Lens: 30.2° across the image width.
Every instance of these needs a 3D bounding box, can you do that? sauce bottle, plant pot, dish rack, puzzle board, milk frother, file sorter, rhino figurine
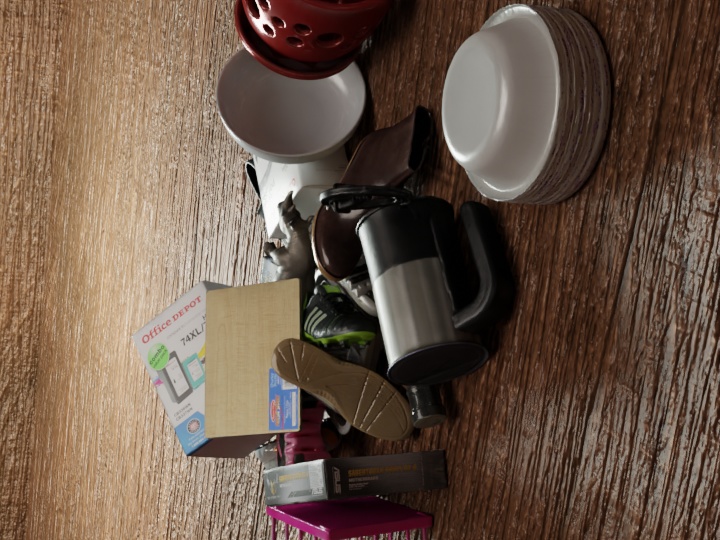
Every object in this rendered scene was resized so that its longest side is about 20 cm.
[{"bbox_3d":[0.062,0.089,1.589,0.066,0.066,0.200,129,134,-53],"label":"sauce bottle"},{"bbox_3d":[-0.060,-0.362,1.717,0.183,0.200,0.201,120,143,-60],"label":"plant pot"},{"bbox_3d":[-0.022,0.105,1.790,0.200,0.043,0.172,-132,48,-56],"label":"dish rack"},{"bbox_3d":[-0.139,0.117,1.753,0.151,0.017,0.200,-8,76,28],"label":"puzzle board"},{"bbox_3d":[0.046,0.007,1.467,0.181,0.200,0.188,-47,48,50],"label":"milk frother"},{"bbox_3d":[-0.015,0.359,1.661,0.200,0.139,0.126,180,88,-65],"label":"file sorter"},{"bbox_3d":[-0.092,-0.013,1.813,0.087,0.060,0.200,31,123,55],"label":"rhino figurine"}]

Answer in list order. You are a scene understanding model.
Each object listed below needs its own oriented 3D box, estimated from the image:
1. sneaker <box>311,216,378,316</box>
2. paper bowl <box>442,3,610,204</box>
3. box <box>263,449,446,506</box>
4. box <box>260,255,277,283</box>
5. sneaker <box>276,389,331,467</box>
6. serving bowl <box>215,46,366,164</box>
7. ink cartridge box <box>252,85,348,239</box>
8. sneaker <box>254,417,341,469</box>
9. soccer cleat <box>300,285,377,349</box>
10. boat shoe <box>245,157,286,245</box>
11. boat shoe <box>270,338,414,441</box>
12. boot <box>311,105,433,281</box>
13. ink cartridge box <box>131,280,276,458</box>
[{"bbox_3d":[0.000,0.000,1.730,0.200,0.075,0.081,-121,21,-46],"label":"sneaker"},{"bbox_3d":[0.155,-0.169,1.348,0.201,0.104,0.201,-178,90,-66],"label":"paper bowl"},{"bbox_3d":[-0.010,0.253,1.625,0.200,0.158,0.048,155,111,-63],"label":"box"},{"bbox_3d":[-0.107,0.087,1.937,0.110,0.035,0.200,30,120,43],"label":"box"},{"bbox_3d":[-0.086,0.207,1.775,0.095,0.079,0.200,144,129,-60],"label":"sneaker"},{"bbox_3d":[-0.092,-0.222,1.796,0.066,0.200,0.200,91,168,-63],"label":"serving bowl"},{"bbox_3d":[-0.087,-0.162,1.890,0.147,0.083,0.200,127,137,-52],"label":"ink cartridge box"},{"bbox_3d":[-0.073,0.268,1.883,0.200,0.076,0.092,-30,83,58],"label":"sneaker"},{"bbox_3d":[-0.034,0.058,1.693,0.200,0.067,0.081,177,96,-68],"label":"soccer cleat"},{"bbox_3d":[-0.119,-0.085,1.965,0.200,0.062,0.075,70,154,17],"label":"boat shoe"},{"bbox_3d":[-0.017,0.146,1.666,0.072,0.200,0.065,-64,-10,2],"label":"boat shoe"},{"bbox_3d":[0.015,-0.095,1.632,0.166,0.072,0.200,-32,38,56],"label":"boot"},{"bbox_3d":[-0.193,0.141,1.875,0.147,0.146,0.200,-37,67,19],"label":"ink cartridge box"}]
